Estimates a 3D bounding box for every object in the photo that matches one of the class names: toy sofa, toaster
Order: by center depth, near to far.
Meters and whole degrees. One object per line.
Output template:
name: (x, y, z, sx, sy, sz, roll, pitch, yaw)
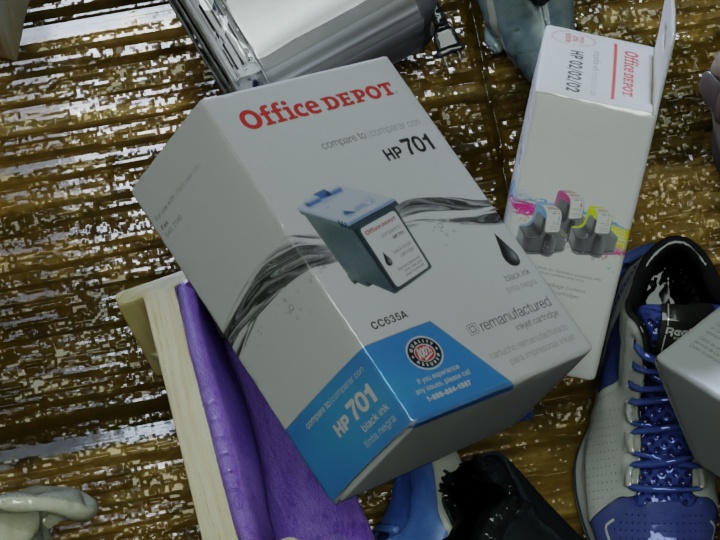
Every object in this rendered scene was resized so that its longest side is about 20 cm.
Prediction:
toy sofa: (-0.059, 0.091, 1.213, 0.097, 0.083, 0.201, -19, 55, 3)
toaster: (-0.043, -0.172, 1.306, 0.129, 0.114, 0.200, -31, 80, -5)

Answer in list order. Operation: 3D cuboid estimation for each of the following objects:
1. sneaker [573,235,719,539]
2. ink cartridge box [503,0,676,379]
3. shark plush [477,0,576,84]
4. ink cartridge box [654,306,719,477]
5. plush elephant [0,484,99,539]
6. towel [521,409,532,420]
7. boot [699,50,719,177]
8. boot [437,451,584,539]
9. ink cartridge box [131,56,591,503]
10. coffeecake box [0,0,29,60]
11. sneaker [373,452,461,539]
sneaker: (0.165, 0.067, 1.246, 0.080, 0.115, 0.200, 4, 75, 0)
ink cartridge box: (0.118, -0.057, 1.227, 0.068, 0.115, 0.201, 12, 114, 2)
shark plush: (0.092, -0.156, 1.318, 0.090, 0.083, 0.201, -3, 75, -3)
ink cartridge box: (0.277, 0.041, 1.156, 0.200, 0.084, 0.145, -36, 36, -14)
plush elephant: (-0.217, 0.186, 1.196, 0.155, 0.164, 0.201, -34, 111, -43)
towel: (-0.001, 0.014, 1.248, 0.147, 0.024, 0.200, -13, 65, -47)
boot: (0.249, -0.038, 1.259, 0.070, 0.146, 0.201, -27, 78, -9)
boot: (0.100, 0.204, 1.155, 0.168, 0.076, 0.201, 39, 32, -26)
ink cartridge box: (0.000, 0.000, 1.161, 0.146, 0.086, 0.200, -19, 70, -44)
coffeecake box: (-0.295, -0.190, 1.279, 0.199, 0.154, 0.073, 8, 75, 0)
sneaker: (-0.008, 0.184, 1.229, 0.111, 0.077, 0.201, 10, 82, -9)
